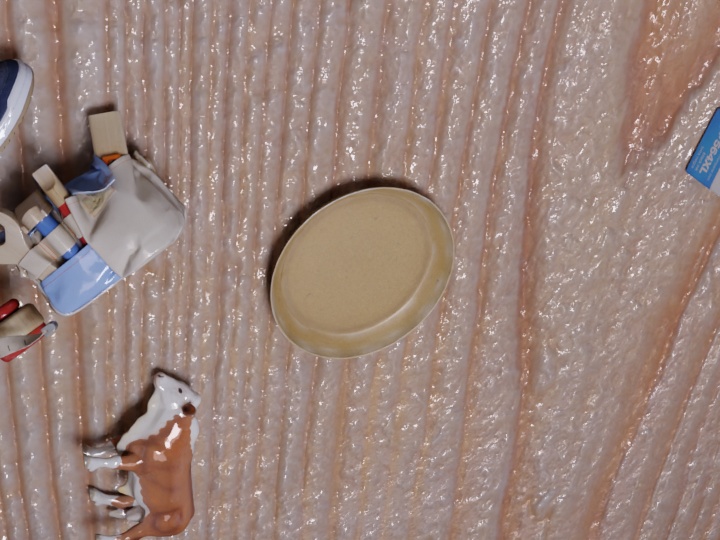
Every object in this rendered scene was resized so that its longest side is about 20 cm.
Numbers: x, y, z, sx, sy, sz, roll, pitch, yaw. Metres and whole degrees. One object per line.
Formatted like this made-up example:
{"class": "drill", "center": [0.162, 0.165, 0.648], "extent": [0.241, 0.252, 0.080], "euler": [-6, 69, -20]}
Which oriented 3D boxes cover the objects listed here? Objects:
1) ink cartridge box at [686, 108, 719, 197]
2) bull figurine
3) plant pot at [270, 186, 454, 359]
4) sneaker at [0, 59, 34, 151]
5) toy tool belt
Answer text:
{"class": "ink cartridge box", "center": [0.469, -0.082, 1.141], "extent": [0.145, 0.200, 0.085], "euler": [9, 118, -30]}
{"class": "bull figurine", "center": [-0.216, 0.197, 1.088], "extent": [0.120, 0.065, 0.202], "euler": [-9, 123, -16]}
{"class": "plant pot", "center": [0.000, 0.000, 1.081], "extent": [0.198, 0.028, 0.202], "euler": [-14, 127, -18]}
{"class": "sneaker", "center": [-0.345, -0.104, 0.810], "extent": [0.200, 0.070, 0.108], "euler": [-42, 132, 10]}
{"class": "toy tool belt", "center": [-0.250, -0.031, 0.895], "extent": [0.199, 0.125, 0.123], "euler": [-36, 99, -3]}
